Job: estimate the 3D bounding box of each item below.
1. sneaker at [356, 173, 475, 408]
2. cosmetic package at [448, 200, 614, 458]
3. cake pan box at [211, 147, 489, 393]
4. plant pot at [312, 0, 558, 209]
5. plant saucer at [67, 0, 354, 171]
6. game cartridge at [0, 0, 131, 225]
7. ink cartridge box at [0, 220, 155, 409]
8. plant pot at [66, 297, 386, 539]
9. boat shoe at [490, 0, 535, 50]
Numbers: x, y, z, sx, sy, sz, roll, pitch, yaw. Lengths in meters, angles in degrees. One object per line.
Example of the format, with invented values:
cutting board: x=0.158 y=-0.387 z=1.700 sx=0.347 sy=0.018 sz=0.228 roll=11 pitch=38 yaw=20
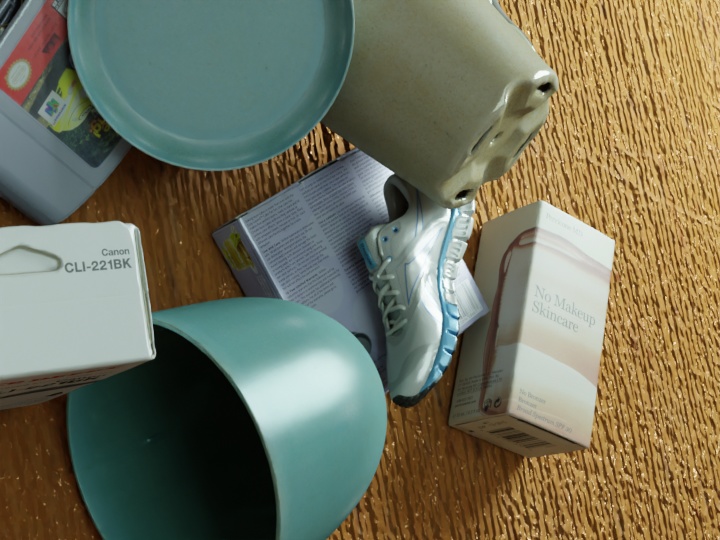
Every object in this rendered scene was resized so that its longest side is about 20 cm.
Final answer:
sneaker: x=0.032 y=0.011 z=0.912 sx=0.086 sy=0.075 sz=0.201 roll=22 pitch=57 yaw=-22
cosmetic package: x=0.156 y=0.054 z=1.030 sx=0.103 sy=0.087 sz=0.202 roll=23 pitch=65 yaw=-27
cake pan box: x=0.000 y=0.000 z=0.959 sx=0.200 sy=0.052 sz=0.185 roll=-35 pitch=100 yaw=-36
plant pot: x=0.047 y=-0.155 z=0.904 sx=0.183 sy=0.201 sz=0.200 roll=43 pitch=52 yaw=17
plant saucer: x=-0.103 y=-0.172 z=0.807 sx=0.198 sy=0.027 sz=0.202 roll=-3 pitch=107 yaw=-11
game cartridge: x=-0.205 y=-0.140 z=0.815 sx=0.133 sy=0.041 sz=0.201 roll=45 pitch=68 yaw=-49
ink cartridge box: x=-0.230 y=0.037 z=0.692 sx=0.143 sy=0.199 sz=0.085 roll=-5 pitch=80 yaw=-35
plant pot: x=-0.077 y=0.110 z=0.792 sx=0.160 sy=0.200 sz=0.202 roll=-20 pitch=89 yaw=-50
boat shoe: x=0.104 y=-0.216 z=1.084 sx=0.071 sy=0.076 sz=0.201 roll=-25 pitch=83 yaw=-33
